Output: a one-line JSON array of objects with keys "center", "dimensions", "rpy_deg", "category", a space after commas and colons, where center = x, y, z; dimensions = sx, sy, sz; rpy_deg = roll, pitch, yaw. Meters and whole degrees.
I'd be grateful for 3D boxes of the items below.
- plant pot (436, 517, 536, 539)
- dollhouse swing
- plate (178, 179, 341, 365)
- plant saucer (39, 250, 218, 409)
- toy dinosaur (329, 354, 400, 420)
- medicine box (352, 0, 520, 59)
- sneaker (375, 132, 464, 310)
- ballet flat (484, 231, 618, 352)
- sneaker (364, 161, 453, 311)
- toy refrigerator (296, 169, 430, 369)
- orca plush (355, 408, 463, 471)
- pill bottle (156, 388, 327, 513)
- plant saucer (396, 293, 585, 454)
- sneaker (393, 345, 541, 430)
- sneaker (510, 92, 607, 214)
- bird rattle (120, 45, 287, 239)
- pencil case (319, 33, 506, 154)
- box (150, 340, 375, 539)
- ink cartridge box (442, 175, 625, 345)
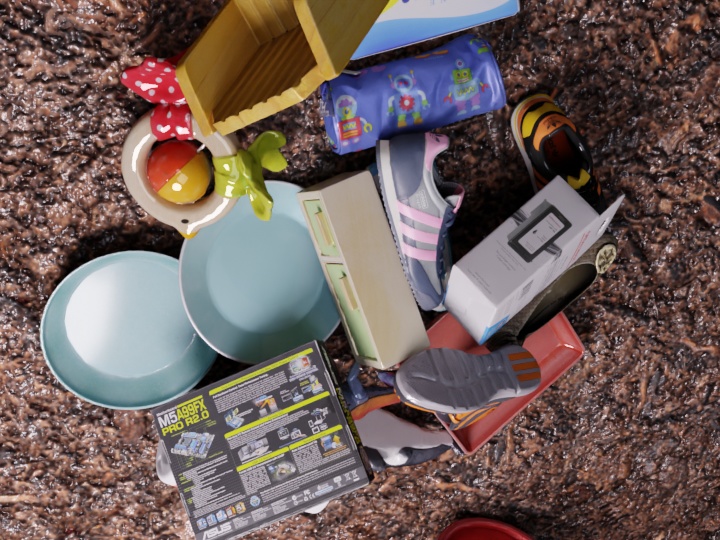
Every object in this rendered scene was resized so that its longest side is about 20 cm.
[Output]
[{"center": [0.160, 0.461, 1.464], "dimensions": [0.198, 0.201, 0.184], "rpy_deg": [8, 123, -19], "category": "plant pot"}, {"center": [-0.100, -0.255, 0.964], "dimensions": [0.176, 0.199, 0.183], "rpy_deg": [47, 55, -25], "category": "dollhouse swing"}, {"center": [-0.102, 0.002, 1.206], "dimensions": [0.198, 0.026, 0.203], "rpy_deg": [-2, 96, -19], "category": "plate"}, {"center": [-0.251, 0.061, 1.221], "dimensions": [0.197, 0.036, 0.202], "rpy_deg": [-7, 119, -12], "category": "plant saucer"}, {"center": [-0.028, 0.155, 1.275], "dimensions": [0.179, 0.105, 0.203], "rpy_deg": [13, 85, -18], "category": "toy dinosaur"}, {"center": [0.043, -0.329, 1.049], "dimensions": [0.180, 0.103, 0.202], "rpy_deg": [-17, 120, -6], "category": "medicine box"}, {"center": [0.074, -0.048, 1.147], "dimensions": [0.081, 0.070, 0.202], "rpy_deg": [-12, 121, 8], "category": "sneaker"}, {"center": [0.225, 0.030, 1.280], "dimensions": [0.199, 0.046, 0.068], "rpy_deg": [-37, 130, -5], "category": "ballet flat"}, {"center": [0.060, -0.042, 1.236], "dimensions": [0.080, 0.077, 0.202], "rpy_deg": [-11, 119, 8], "category": "sneaker"}, {"center": [0.000, 0.000, 1.186], "dimensions": [0.069, 0.076, 0.202], "rpy_deg": [-23, 101, -21], "category": "toy refrigerator"}, {"center": [0.025, 0.206, 1.363], "dimensions": [0.198, 0.106, 0.071], "rpy_deg": [-1, 148, -34], "category": "orca plush"}, {"center": [-0.129, 0.220, 1.297], "dimensions": [0.198, 0.112, 0.112], "rpy_deg": [22, 110, -25], "category": "pill bottle"}, {"center": [0.153, 0.095, 1.329], "dimensions": [0.199, 0.037, 0.200], "rpy_deg": [-40, 125, -4], "category": "plant saucer"}, {"center": [0.102, 0.141, 1.226], "dimensions": [0.198, 0.078, 0.112], "rpy_deg": [2, 148, -35], "category": "sneaker"}, {"center": [0.232, -0.099, 1.234], "dimensions": [0.070, 0.090, 0.201], "rpy_deg": [-31, 121, 3], "category": "sneaker"}, {"center": [-0.171, -0.116, 1.104], "dimensions": [0.200, 0.113, 0.163], "rpy_deg": [40, 114, -22], "category": "bird rattle"}, {"center": [0.050, -0.185, 1.145], "dimensions": [0.198, 0.078, 0.088], "rpy_deg": [-16, 111, -6], "category": "pencil case"}, {"center": [-0.104, 0.185, 1.173], "dimensions": [0.198, 0.044, 0.162], "rpy_deg": [-23, 82, 6], "category": "box"}, {"center": [0.186, -0.022, 1.199], "dimensions": [0.199, 0.068, 0.116], "rpy_deg": [-39, 165, -17], "category": "ink cartridge box"}]
